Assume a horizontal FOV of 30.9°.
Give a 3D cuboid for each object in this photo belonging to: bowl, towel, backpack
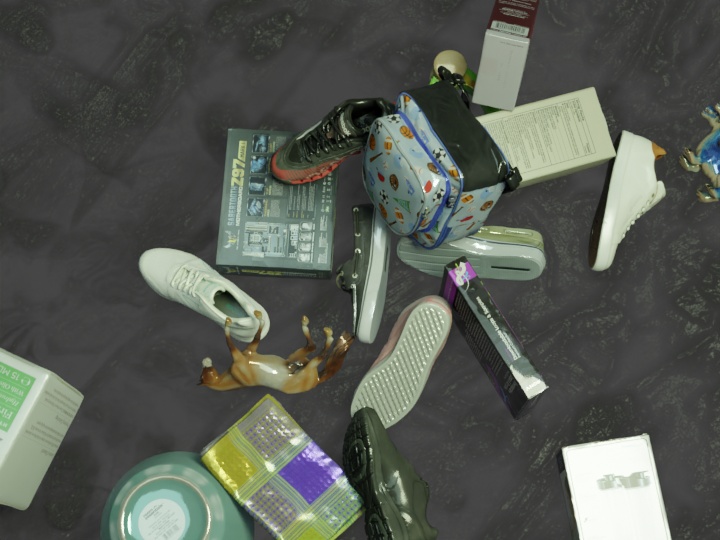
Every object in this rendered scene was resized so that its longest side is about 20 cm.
[{"bbox_3d":[-0.237,0.320,1.638,0.201,0.105,0.201,0,74,0],"label":"bowl"},{"bbox_3d":[-0.096,0.264,1.662,0.200,0.023,0.144,46,51,11],"label":"towel"},{"bbox_3d":[0.093,-0.120,1.661,0.154,0.191,0.200,-18,60,-15],"label":"backpack"}]

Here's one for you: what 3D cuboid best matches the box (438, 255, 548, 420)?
[{"bbox_3d":[0.168,0.089,1.677,0.036,0.143,0.200,-28,76,-8],"label":"box"}]

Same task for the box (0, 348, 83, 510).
[{"bbox_3d":[-0.489,0.178,1.634,0.199,0.200,0.171,24,78,7],"label":"box"}]

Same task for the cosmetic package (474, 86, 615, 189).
[{"bbox_3d":[0.231,-0.170,1.763,0.200,0.071,0.105,-14,85,-15],"label":"cosmetic package"}]

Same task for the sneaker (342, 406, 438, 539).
[{"bbox_3d":[0.038,0.270,1.664,0.091,0.076,0.200,-7,74,-32],"label":"sneaker"}]

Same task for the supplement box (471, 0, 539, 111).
[{"bbox_3d":[0.201,-0.314,1.764,0.061,0.109,0.200,14,38,6],"label":"supplement box"}]

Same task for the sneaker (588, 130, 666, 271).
[{"bbox_3d":[0.366,-0.087,1.761,0.085,0.073,0.200,18,79,-2],"label":"sneaker"}]

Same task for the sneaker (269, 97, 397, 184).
[{"bbox_3d":[-0.034,-0.176,1.722,0.200,0.098,0.071,-22,77,7],"label":"sneaker"}]

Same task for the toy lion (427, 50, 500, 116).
[{"bbox_3d":[0.117,-0.174,1.802,0.200,0.069,0.192,-43,84,-11],"label":"toy lion"}]

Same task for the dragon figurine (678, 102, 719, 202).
[{"bbox_3d":[0.504,-0.138,1.780,0.099,0.059,0.200,-23,73,-5],"label":"dragon figurine"}]

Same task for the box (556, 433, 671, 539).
[{"bbox_3d":[0.325,0.316,1.650,0.117,0.060,0.200,-10,74,-2],"label":"box"}]

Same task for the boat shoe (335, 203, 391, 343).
[{"bbox_3d":[0.000,0.000,1.747,0.066,0.070,0.200,4,73,10],"label":"boat shoe"}]

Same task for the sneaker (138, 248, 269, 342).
[{"bbox_3d":[-0.210,0.022,1.738,0.200,0.080,0.070,29,78,11],"label":"sneaker"}]

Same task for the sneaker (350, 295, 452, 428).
[{"bbox_3d":[0.061,0.117,1.715,0.075,0.105,0.200,31,106,1],"label":"sneaker"}]

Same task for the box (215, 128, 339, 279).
[{"bbox_3d":[-0.111,-0.091,1.782,0.158,0.051,0.200,3,74,1],"label":"box"}]

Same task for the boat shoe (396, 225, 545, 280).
[{"bbox_3d":[0.150,-0.029,1.759,0.200,0.072,0.062,8,45,4],"label":"boat shoe"}]

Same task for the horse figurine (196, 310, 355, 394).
[{"bbox_3d":[-0.108,0.116,1.702,0.200,0.133,0.050,5,33,-9],"label":"horse figurine"}]
